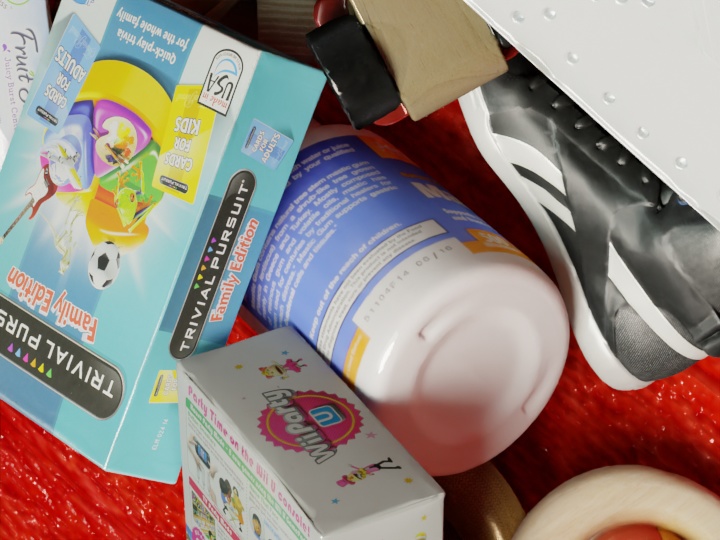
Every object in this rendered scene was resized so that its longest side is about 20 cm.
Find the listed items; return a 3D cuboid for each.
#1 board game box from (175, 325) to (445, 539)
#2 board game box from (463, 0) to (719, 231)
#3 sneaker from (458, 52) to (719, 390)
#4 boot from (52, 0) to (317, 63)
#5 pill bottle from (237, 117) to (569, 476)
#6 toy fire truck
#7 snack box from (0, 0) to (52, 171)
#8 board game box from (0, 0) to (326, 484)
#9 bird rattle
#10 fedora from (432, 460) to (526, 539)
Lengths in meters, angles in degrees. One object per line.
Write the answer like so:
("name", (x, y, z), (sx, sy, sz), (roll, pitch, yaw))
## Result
("board game box", (-0.023, 0.151, 1.275), (0.148, 0.064, 0.201), (46, 145, 48))
("board game box", (0.157, -0.105, 1.086), (0.200, 0.026, 0.200), (42, 139, -1))
("sneaker", (0.125, -0.053, 1.292), (0.111, 0.073, 0.201), (-23, 98, 34))
("boot", (-0.073, -0.183, 1.392), (0.199, 0.076, 0.157), (7, 100, 45))
("pill bottle", (0.000, 0.000, 1.341), (0.200, 0.111, 0.113), (43, 127, 45))
("toy fire truck", (-0.018, -0.154, 1.257), (0.128, 0.200, 0.177), (-29, 100, 2))
("snack box", (-0.179, -0.096, 1.452), (0.053, 0.142, 0.202), (-8, 101, -8))
("board game box", (-0.110, -0.024, 1.326), (0.151, 0.047, 0.201), (27, 99, 46))
("bird rattle", (0.112, 0.170, 1.315), (0.199, 0.113, 0.164), (15, 86, -4))
("fedora", (0.020, 0.151, 1.405), (0.199, 0.082, 0.202), (8, 108, 25))
